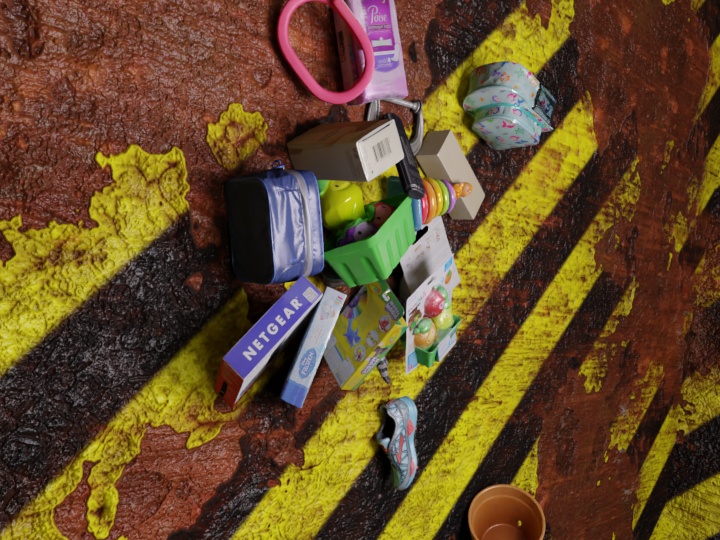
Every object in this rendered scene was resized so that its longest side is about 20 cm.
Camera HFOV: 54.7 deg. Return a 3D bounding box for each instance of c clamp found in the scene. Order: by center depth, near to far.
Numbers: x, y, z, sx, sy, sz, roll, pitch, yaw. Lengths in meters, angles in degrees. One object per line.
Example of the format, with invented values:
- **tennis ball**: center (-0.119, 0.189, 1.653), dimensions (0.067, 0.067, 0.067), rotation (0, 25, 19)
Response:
- **c clamp**: center (0.071, -0.325, 1.433), dimensions (0.197, 0.027, 0.177), rotation (10, 89, -45)

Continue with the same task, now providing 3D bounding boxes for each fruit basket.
- **fruit basket**: center (-0.004, -0.099, 1.295), dimensions (0.214, 0.152, 0.222), rotation (25, 59, -50)
- **fruit basket**: center (0.151, 0.095, 1.450), dimensions (0.185, 0.092, 0.204), rotation (-40, 145, -40)

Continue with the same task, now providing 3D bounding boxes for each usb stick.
- **usb stick**: center (0.082, -0.225, 1.352), dimensions (0.055, 0.032, 0.204), rotation (21, 44, -44)

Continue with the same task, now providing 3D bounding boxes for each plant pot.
- **plant pot**: center (0.377, 0.686, 1.815), dimensions (0.199, 0.197, 0.143), rotation (-39, 140, -32)

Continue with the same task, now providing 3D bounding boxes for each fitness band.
- **fitness band**: center (-0.061, -0.395, 1.230), dimensions (0.143, 0.038, 0.201), rotation (-39, 111, 3)

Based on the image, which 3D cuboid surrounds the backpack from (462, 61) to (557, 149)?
- **backpack**: center (0.330, -0.375, 1.581), dimensions (0.199, 0.175, 0.154), rotation (36, 67, -37)

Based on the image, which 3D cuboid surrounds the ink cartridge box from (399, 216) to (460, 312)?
- **ink cartridge box**: center (0.140, -0.013, 1.542), dimensions (0.162, 0.056, 0.204), rotation (-41, 120, -32)

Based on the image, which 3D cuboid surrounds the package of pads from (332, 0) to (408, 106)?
- **package of pads**: center (0.019, -0.420, 1.318), dimensions (0.118, 0.075, 0.207), rotation (-17, 102, -38)

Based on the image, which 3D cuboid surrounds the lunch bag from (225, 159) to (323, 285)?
- **lunch bag**: center (-0.140, -0.084, 1.188), dimensions (0.130, 0.134, 0.207), rotation (-13, 105, -42)

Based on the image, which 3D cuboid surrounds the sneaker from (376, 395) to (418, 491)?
- **sneaker**: center (0.069, 0.382, 1.532), dimensions (0.093, 0.078, 0.207), rotation (1, 88, -35)

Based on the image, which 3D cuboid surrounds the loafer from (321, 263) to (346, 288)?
- **loafer**: center (0.000, 0.000, 1.391), dimensions (0.198, 0.071, 0.064), rotation (-29, 137, -41)

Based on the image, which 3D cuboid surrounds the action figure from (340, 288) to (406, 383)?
- **action figure**: center (0.043, 0.120, 1.432), dimensions (0.196, 0.103, 0.199), rotation (-16, 118, -39)

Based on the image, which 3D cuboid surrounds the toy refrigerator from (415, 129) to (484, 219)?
- **toy refrigerator**: center (0.201, -0.211, 1.556), dimensions (0.201, 0.069, 0.077), rotation (53, 57, -38)

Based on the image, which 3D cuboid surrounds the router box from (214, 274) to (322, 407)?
- **router box**: center (-0.160, 0.123, 1.183), dimensions (0.049, 0.180, 0.200), rotation (40, 62, 4)

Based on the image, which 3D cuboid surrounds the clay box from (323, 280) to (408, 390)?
- **clay box**: center (0.010, 0.114, 1.313), dimensions (0.047, 0.116, 0.201), rotation (16, 121, -47)

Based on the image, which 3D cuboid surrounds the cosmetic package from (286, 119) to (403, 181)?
- **cosmetic package**: center (-0.030, -0.212, 1.230), dimensions (0.105, 0.197, 0.073), rotation (-37, 120, -34)

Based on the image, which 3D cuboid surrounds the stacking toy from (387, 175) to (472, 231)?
- **stacking toy**: center (0.157, -0.154, 1.463), dimensions (0.195, 0.115, 0.113), rotation (-15, 108, -30)

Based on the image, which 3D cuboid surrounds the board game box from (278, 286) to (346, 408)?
- **board game box**: center (-0.090, 0.142, 1.247), dimensions (0.042, 0.200, 0.204), rotation (23, 78, -3)
